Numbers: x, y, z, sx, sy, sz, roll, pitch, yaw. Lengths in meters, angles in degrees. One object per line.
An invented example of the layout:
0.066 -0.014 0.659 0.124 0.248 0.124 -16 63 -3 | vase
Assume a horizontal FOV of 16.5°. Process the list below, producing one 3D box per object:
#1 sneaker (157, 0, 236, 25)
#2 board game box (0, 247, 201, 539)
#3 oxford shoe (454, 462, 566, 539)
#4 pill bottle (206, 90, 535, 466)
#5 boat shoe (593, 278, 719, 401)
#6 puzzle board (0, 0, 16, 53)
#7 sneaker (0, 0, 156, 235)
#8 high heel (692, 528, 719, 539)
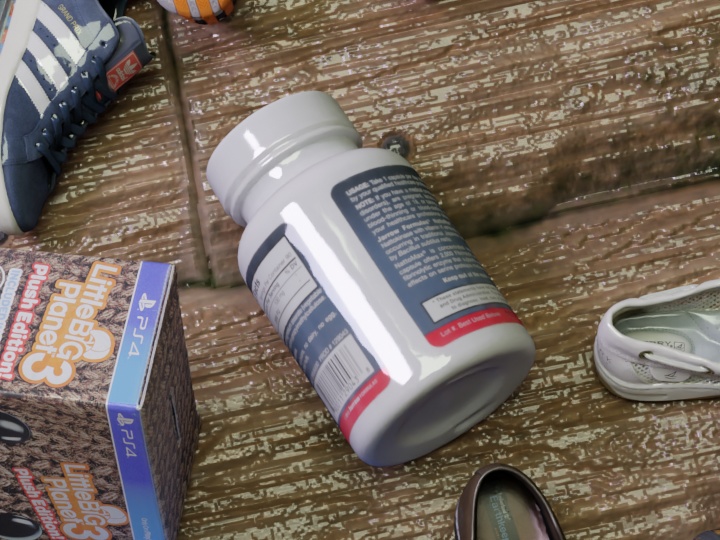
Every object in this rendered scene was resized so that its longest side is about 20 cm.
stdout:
-0.119 -0.247 1.528 0.077 0.112 0.200 -11 93 2 | sneaker
-0.200 0.071 1.382 0.200 0.160 0.097 5 54 7 | board game box
0.097 0.199 1.359 0.073 0.084 0.200 -21 70 -6 | oxford shoe
0.000 0.000 1.425 0.119 0.120 0.200 -31 69 -7 | pill bottle
0.234 0.035 1.418 0.200 0.069 0.071 -7 65 1 | boat shoe
-0.282 -0.203 1.584 0.150 0.017 0.200 10 70 9 | puzzle board
-0.172 -0.114 1.507 0.084 0.075 0.200 5 69 11 | sneaker
0.228 0.231 1.302 0.071 0.143 0.200 -31 69 -7 | high heel
